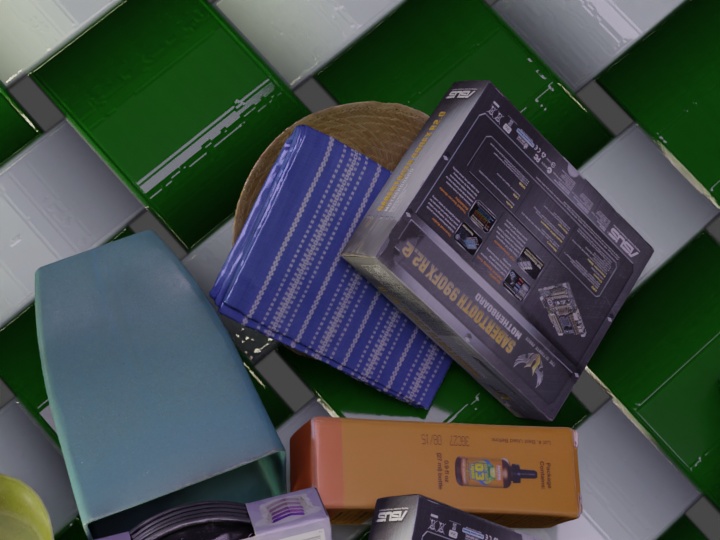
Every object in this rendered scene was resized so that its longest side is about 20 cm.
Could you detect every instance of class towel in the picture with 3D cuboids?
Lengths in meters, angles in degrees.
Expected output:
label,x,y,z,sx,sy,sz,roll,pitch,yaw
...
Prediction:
label,x,y,z,sx,sy,sz,roll,pitch,yaw
towel,0.000,0.000,1.457,0.199,0.024,0.146,28,85,-31

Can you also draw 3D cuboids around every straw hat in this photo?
label,x,y,z,sx,sy,sz,roll,pitch,yaw
straw hat,-0.018,-0.035,1.498,0.200,0.085,0.203,-7,105,-26

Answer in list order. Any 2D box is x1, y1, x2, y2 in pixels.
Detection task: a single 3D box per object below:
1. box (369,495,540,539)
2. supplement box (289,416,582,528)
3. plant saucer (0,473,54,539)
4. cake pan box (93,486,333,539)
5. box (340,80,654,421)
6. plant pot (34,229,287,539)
label,x,y,z,sx,sy,sz,roll,pitch,yaw
box,0.086,0.254,1.373,0.199,0.048,0.159,23,69,-32
supplement box,0.053,0.144,1.437,0.199,0.069,0.067,4,71,-14
plant saucer,-0.281,0.230,1.381,0.199,0.031,0.201,-19,45,20
cake pan box,-0.097,0.253,1.363,0.183,0.052,0.201,-14,113,-9
box,0.102,-0.013,1.470,0.200,0.048,0.159,42,72,-26
plant pot,-0.152,0.087,1.432,0.141,0.141,0.201,-20,67,-10
